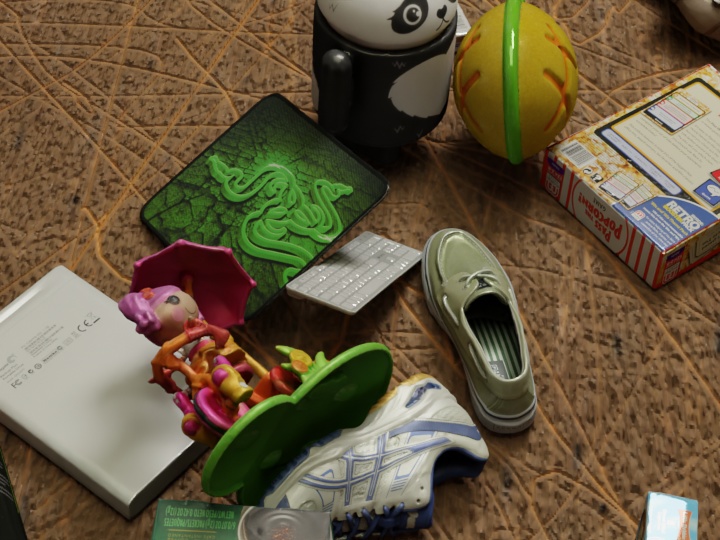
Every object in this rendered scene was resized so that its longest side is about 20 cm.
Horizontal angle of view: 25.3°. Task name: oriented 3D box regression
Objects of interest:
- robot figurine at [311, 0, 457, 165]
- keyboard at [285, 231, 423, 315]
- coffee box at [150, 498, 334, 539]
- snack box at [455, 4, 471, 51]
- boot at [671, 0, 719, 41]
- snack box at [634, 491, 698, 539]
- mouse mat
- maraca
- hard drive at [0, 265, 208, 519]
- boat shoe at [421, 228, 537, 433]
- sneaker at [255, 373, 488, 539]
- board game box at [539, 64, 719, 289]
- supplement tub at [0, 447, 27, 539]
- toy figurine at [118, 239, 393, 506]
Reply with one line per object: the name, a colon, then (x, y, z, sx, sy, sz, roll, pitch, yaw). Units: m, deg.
robot figurine: (0.021, -0.186, 1.355, 0.123, 0.201, 0.151, -2, 47, -6)
keyboard: (0.000, 0.000, 1.248, 0.056, 0.011, 0.200, 15, 17, 14)
coffee box: (-0.082, 0.247, 1.015, 0.121, 0.044, 0.202, 4, 57, 2)
snack box: (0.044, -0.281, 1.563, 0.071, 0.024, 0.201, -11, 49, -12)
boot: (0.371, -0.300, 1.539, 0.145, 0.070, 0.201, 35, 59, -8)
snack box: (0.184, 0.257, 1.020, 0.037, 0.117, 0.202, 9, 47, 5)
mouse mat: (-0.082, -0.056, 1.293, 0.161, 0.008, 0.200, -42, 45, -6)
maraca: (0.134, -0.170, 1.377, 0.105, 0.139, 0.201, 2, 26, 8)
hard drive: (-0.201, 0.087, 1.212, 0.199, 0.027, 0.132, 31, 53, 24)
boat shoe: (0.098, 0.033, 1.255, 0.071, 0.062, 0.201, -10, 48, -12)
sneaker: (0.008, 0.155, 1.132, 0.199, 0.076, 0.088, -36, 67, -25)
board game box: (0.278, -0.086, 1.384, 0.198, 0.047, 0.152, -27, 54, -24)
supplement tub: (-0.288, 0.169, 1.067, 0.121, 0.123, 0.201, -14, 49, -16)
toy figurine: (-0.104, 0.059, 1.127, 0.184, 0.151, 0.199, 41, 23, 22)
